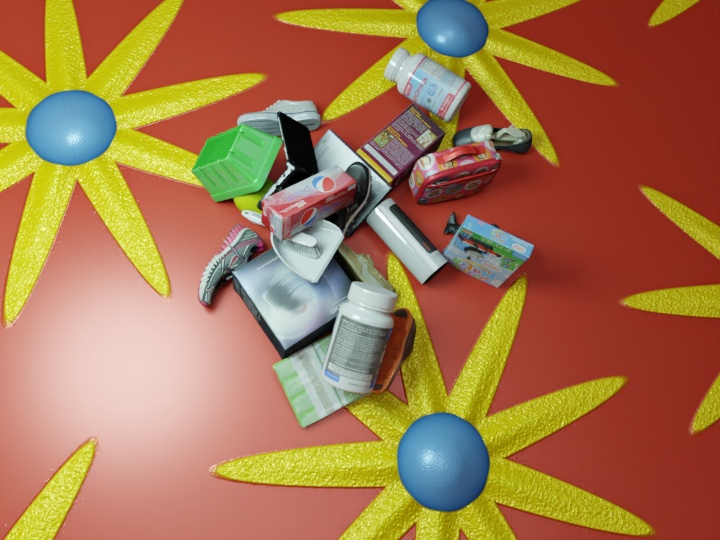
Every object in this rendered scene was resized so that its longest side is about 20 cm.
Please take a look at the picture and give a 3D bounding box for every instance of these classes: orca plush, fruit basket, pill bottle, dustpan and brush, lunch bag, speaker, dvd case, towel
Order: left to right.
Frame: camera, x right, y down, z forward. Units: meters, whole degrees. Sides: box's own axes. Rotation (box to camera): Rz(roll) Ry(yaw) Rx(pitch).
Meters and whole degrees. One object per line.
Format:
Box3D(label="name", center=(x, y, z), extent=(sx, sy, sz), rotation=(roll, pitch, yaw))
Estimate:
Box3D(label="fruit basket", center=(-0.243, -0.204, 1.463), extent=(0.215, 0.216, 0.156), rotation=(21, 69, 0))
Box3D(label="dustpan and brush", center=(-0.150, -0.072, 1.348), extent=(0.199, 0.057, 0.140), rotation=(21, 60, 15))
Box3D(label="towel", center=(-0.065, 0.218, 1.390), extent=(0.199, 0.031, 0.150), rotation=(-25, 88, -14))
Box3D(label="dvd case", center=(-0.047, -0.200, 1.518), extent=(0.200, 0.025, 0.150), rotation=(45, 103, 9))
Box3D(label="pill bottle", center=(0.000, 0.130, 1.316), extent=(0.113, 0.114, 0.201), rotation=(17, 98, -2))
Box3D(label="speaker", center=(0.105, -0.065, 1.501), extent=(0.081, 0.081, 0.200), rotation=(-37, 79, -18))
Box3D(label="pill bottle", center=(0.163, -0.461, 1.636), extent=(0.200, 0.109, 0.109), rotation=(33, 69, 5))
Box3D(label="lunch bag", center=(0.218, -0.231, 1.525), extent=(0.199, 0.176, 0.082), rotation=(-16, 73, -13))
Box3D(label="orca plush", center=(0.297, -0.090, 1.530), extent=(0.200, 0.071, 0.105), rotation=(33, 48, 20))

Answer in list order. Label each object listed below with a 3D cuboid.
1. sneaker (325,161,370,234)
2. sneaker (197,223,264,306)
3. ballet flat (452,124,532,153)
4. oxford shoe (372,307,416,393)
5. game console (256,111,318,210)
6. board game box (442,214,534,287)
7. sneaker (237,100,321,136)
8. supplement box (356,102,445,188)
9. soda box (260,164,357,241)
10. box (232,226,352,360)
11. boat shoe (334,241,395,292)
Box3D(label="sneaker", center=(-0.038, -0.147, 1.452), extent=(0.076, 0.088, 0.201), rotation=(24, 90, 11))
Box3D(label="sneaker", center=(-0.281, -0.008, 1.424), extent=(0.075, 0.081, 0.200), rotation=(30, 69, 1))
Box3D(label="ballet flat", center=(0.329, -0.330, 1.635), extent=(0.199, 0.073, 0.073), rotation=(4, 70, -7))
Box3D(label="oxford shoe", center=(0.077, 0.178, 1.402), extent=(0.071, 0.073, 0.200), rotation=(0, 51, 38))
Box3D(label="game console", center=(-0.162, -0.222, 1.429), extent=(0.116, 0.200, 0.176), rotation=(45, 101, 9))
Box3D(label="board game box", center=(0.269, -0.037, 1.450), extent=(0.151, 0.200, 0.037), rotation=(25, 70, 2))
Box3D(label="sneaker", center=(-0.195, -0.363, 1.577), extent=(0.199, 0.073, 0.071), rotation=(-7, 62, -20))
Box3D(label="supplement box", center=(0.091, -0.284, 1.574), extent=(0.110, 0.086, 0.200), rotation=(44, 71, 9))
Box3D(label="soda box", center=(-0.104, -0.140, 1.348), extent=(0.200, 0.064, 0.070), rotation=(-32, 61, -33))
Box3D(label="box", center=(-0.133, 0.048, 1.404), extent=(0.200, 0.123, 0.199), rotation=(-33, 79, -18))
Box3D(label="boat shoe", center=(0.000, 0.000, 1.456), extent=(0.200, 0.074, 0.066), rotation=(50, 59, -14))
